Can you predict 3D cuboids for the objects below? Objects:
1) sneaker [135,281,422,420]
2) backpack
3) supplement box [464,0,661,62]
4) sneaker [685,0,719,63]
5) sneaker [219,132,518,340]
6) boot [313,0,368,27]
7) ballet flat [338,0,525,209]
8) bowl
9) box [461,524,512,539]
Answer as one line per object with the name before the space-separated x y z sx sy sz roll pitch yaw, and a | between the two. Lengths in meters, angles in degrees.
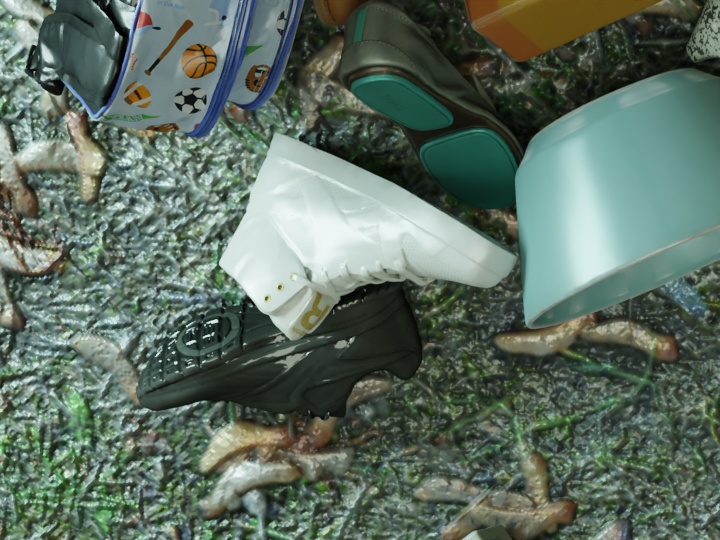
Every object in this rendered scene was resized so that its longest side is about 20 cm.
sneaker | -0.052 0.064 1.626 0.199 0.076 0.091 -17 116 17
backpack | -0.114 -0.167 1.481 0.153 0.191 0.201 6 113 -12
supplement box | 0.159 -0.197 1.475 0.199 0.066 0.069 -21 64 24
sneaker | 0.286 -0.118 1.517 0.199 0.077 0.089 33 122 2
sneaker | 0.000 0.000 1.537 0.199 0.074 0.116 25 87 39
boot | 0.063 -0.208 1.459 0.155 0.077 0.201 27 113 13
ballet flat | 0.051 -0.105 1.526 0.067 0.064 0.200 -11 152 26
bowl | 0.172 -0.051 1.501 0.200 0.201 0.106 -25 83 16
box | 0.118 0.267 1.634 0.068 0.082 0.200 -39 79 12
